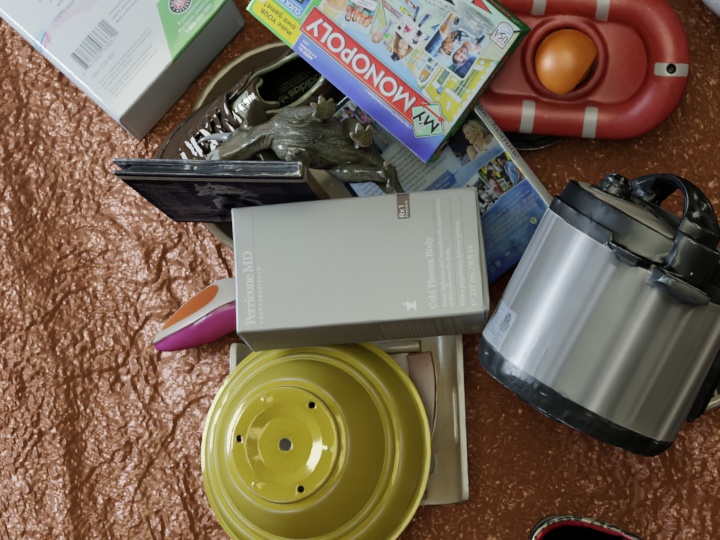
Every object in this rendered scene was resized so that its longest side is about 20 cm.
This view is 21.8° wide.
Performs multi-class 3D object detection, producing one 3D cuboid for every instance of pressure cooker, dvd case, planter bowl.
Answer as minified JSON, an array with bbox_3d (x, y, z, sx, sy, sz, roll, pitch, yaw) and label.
[{"bbox_3d":[0.203,0.021,1.431,0.175,0.178,0.201,31,99,33],"label":"pressure cooker"},{"bbox_3d":[-0.102,-0.062,1.501,0.147,0.200,0.016,2,82,9],"label":"dvd case"},{"bbox_3d":[-0.049,0.142,1.496,0.199,0.083,0.202,-3,79,17],"label":"planter bowl"},{"bbox_3d":[0.061,-0.077,1.542,0.142,0.018,0.201,-39,87,31],"label":"dvd case"}]

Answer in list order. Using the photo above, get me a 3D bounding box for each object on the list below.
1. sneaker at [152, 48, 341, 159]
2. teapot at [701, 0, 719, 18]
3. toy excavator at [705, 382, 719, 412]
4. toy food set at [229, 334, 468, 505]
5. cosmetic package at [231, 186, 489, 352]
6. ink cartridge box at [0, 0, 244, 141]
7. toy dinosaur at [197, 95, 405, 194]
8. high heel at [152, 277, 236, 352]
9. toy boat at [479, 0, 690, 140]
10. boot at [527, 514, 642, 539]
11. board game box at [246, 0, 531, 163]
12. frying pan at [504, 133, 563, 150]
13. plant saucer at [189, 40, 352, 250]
[{"bbox_3d":[-0.102,-0.134,1.578,0.199,0.076,0.071,-37,77,0],"label":"sneaker"},{"bbox_3d":[0.367,-0.266,1.531,0.199,0.146,0.198,-34,43,20],"label":"teapot"},{"bbox_3d":[0.321,0.090,1.502,0.199,0.100,0.195,-32,76,11],"label":"toy excavator"},{"bbox_3d":[-0.010,0.125,1.555,0.198,0.060,0.145,-4,80,7],"label":"toy food set"},{"bbox_3d":[0.000,0.000,1.483,0.198,0.090,0.108,-6,77,2],"label":"cosmetic package"},{"bbox_3d":[-0.224,-0.237,1.638,0.200,0.088,0.145,41,88,11],"label":"ink cartridge box"},{"bbox_3d":[-0.023,-0.101,1.514,0.198,0.102,0.078,10,96,-18],"label":"toy dinosaur"},{"bbox_3d":[-0.077,0.045,1.583,0.199,0.068,0.096,-26,111,20],"label":"high heel"},{"bbox_3d":[0.167,-0.170,1.508,0.198,0.131,0.132,4,100,3],"label":"toy boat"},{"bbox_3d":[0.218,0.245,1.453,0.199,0.151,0.074,28,85,12],"label":"boot"},{"bbox_3d":[0.020,-0.201,1.494,0.200,0.029,0.135,41,111,11],"label":"board game box"},{"bbox_3d":[0.117,-0.128,1.592,0.115,0.031,0.190,38,86,10],"label":"frying pan"},{"bbox_3d":[-0.056,-0.101,1.618,0.198,0.029,0.202,-2,79,8],"label":"plant saucer"}]
